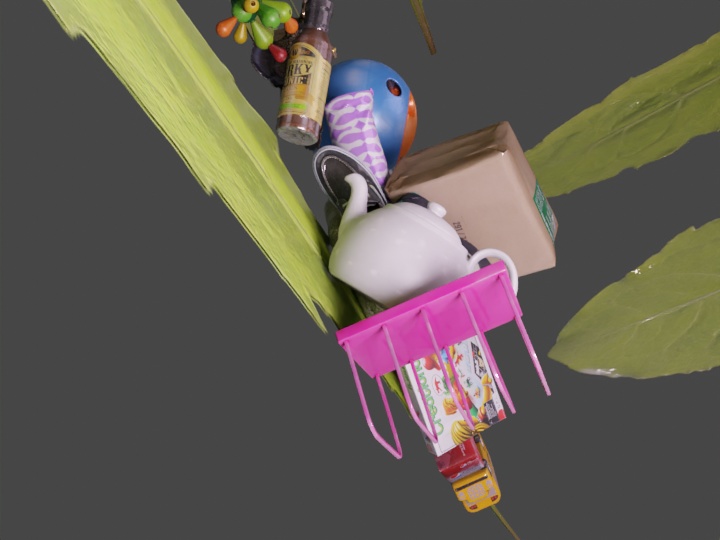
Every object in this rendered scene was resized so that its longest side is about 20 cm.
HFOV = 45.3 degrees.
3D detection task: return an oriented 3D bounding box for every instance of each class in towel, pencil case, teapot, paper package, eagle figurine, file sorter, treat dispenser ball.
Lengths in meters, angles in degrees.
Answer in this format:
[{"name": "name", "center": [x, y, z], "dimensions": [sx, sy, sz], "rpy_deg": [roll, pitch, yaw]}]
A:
[{"name": "towel", "center": [0.000, 0.000, 1.267], "dimensions": [0.149, 0.036, 0.202], "rpy_deg": [-99, 164, -64]}, {"name": "pencil case", "center": [0.008, -0.162, 1.272], "dimensions": [0.084, 0.084, 0.204], "rpy_deg": [165, -92, -71]}, {"name": "teapot", "center": [0.067, -0.015, 1.081], "dimensions": [0.199, 0.147, 0.197], "rpy_deg": [33, -3, -28]}, {"name": "paper package", "center": [0.165, -0.086, 1.238], "dimensions": [0.201, 0.188, 0.104], "rpy_deg": [58, 32, -27]}, {"name": "eagle figurine", "center": [-0.101, -0.306, 1.318], "dimensions": [0.150, 0.151, 0.203], "rpy_deg": [23, 64, -19]}, {"name": "file sorter", "center": [0.097, 0.107, 0.955], "dimensions": [0.139, 0.197, 0.127], "rpy_deg": [53, 16, -60]}, {"name": "treat dispenser ball", "center": [-0.001, -0.260, 1.487], "dimensions": [0.203, 0.198, 0.201], "rpy_deg": [63, 7, -13]}]

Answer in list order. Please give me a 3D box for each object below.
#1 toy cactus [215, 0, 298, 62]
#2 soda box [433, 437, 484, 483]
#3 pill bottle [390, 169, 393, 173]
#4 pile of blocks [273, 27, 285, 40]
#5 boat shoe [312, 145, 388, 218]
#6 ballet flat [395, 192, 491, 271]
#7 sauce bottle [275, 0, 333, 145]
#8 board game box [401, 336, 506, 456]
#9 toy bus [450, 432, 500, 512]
[{"name": "toy cactus", "center": [-0.165, -0.359, 1.121], "dimensions": [0.165, 0.102, 0.200], "rpy_deg": [48, 4, 18]}, {"name": "soda box", "center": [0.124, 0.219, 1.342], "dimensions": [0.070, 0.063, 0.202], "rpy_deg": [55, 12, -57]}, {"name": "pill bottle", "center": [0.019, -0.138, 1.595], "dimensions": [0.113, 0.111, 0.201], "rpy_deg": [62, 7, -25]}, {"name": "pile of blocks", "center": [-0.121, -0.358, 1.540], "dimensions": [0.200, 0.061, 0.084], "rpy_deg": [34, 50, -71]}, {"name": "boat shoe", "center": [0.006, -0.090, 1.192], "dimensions": [0.201, 0.072, 0.071], "rpy_deg": [49, 11, -3]}, {"name": "ballet flat", "center": [0.116, -0.021, 1.191], "dimensions": [0.200, 0.073, 0.073], "rpy_deg": [44, 13, -20]}, {"name": "sauce bottle", "center": [-0.073, -0.278, 1.194], "dimensions": [0.065, 0.063, 0.204], "rpy_deg": [47, 49, -69]}, {"name": "board game box", "center": [0.123, 0.147, 1.244], "dimensions": [0.035, 0.125, 0.203], "rpy_deg": [3, -64, 67]}, {"name": "toy bus", "center": [0.183, 0.328, 1.411], "dimensions": [0.200, 0.064, 0.079], "rpy_deg": [-78, 144, -80]}]
